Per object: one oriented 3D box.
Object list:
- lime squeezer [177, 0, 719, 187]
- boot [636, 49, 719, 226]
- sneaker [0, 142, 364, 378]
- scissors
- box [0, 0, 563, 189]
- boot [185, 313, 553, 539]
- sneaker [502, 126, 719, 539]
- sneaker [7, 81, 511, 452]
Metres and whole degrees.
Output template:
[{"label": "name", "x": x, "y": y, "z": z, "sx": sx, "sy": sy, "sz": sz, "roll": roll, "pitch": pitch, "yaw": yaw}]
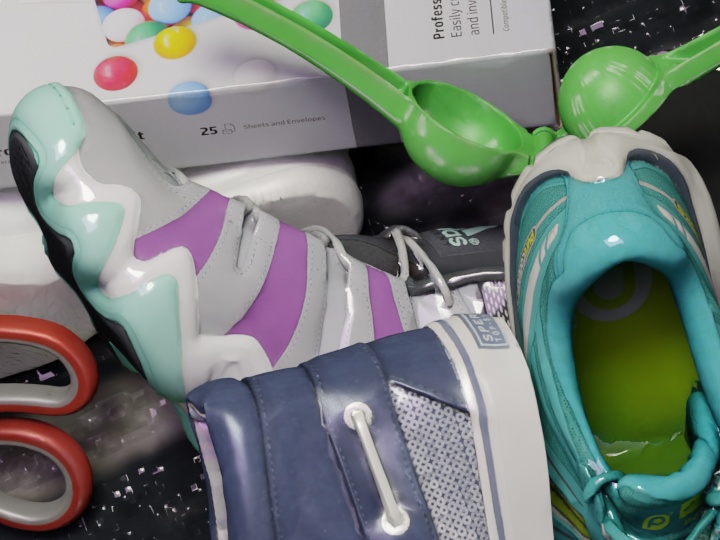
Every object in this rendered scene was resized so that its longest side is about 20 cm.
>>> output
[{"label": "lime squeezer", "x": 0.051, "y": -0.060, "z": 0.788, "sx": 0.199, "sy": 0.038, "sz": 0.071, "roll": -4, "pitch": 100, "yaw": 5}, {"label": "boot", "x": 0.143, "y": -0.019, "z": 0.780, "sx": 0.200, "sy": 0.151, "sz": 0.073, "roll": 39, "pitch": 84, "yaw": 21}, {"label": "sneaker", "x": -0.102, "y": -0.024, "z": 0.886, "sx": 0.199, "sy": 0.075, "sz": 0.089, "roll": -13, "pitch": 59, "yaw": 1}, {"label": "scissors", "x": -0.173, "y": 0.049, "z": 0.882, "sx": 0.199, "sy": 0.014, "sz": 0.073, "roll": -2, "pitch": 118, "yaw": 14}, {"label": "box", "x": -0.044, "y": -0.102, "z": 0.870, "sx": 0.199, "sy": 0.041, "sz": 0.156, "roll": -7, "pitch": 53, "yaw": 5}, {"label": "boot", "x": 0.010, "y": 0.116, "z": 0.774, "sx": 0.090, "sy": 0.073, "sz": 0.201, "roll": -12, "pitch": 97, "yaw": -12}, {"label": "sneaker", "x": 0.075, "y": 0.062, "z": 0.771, "sx": 0.077, "sy": 0.080, "sz": 0.201, "roll": -13, "pitch": 111, "yaw": 2}, {"label": "sneaker", "x": 0.000, "y": 0.000, "z": 0.819, "sx": 0.140, "sy": 0.078, "sz": 0.200, "roll": -38, "pitch": 111, "yaw": -9}]
